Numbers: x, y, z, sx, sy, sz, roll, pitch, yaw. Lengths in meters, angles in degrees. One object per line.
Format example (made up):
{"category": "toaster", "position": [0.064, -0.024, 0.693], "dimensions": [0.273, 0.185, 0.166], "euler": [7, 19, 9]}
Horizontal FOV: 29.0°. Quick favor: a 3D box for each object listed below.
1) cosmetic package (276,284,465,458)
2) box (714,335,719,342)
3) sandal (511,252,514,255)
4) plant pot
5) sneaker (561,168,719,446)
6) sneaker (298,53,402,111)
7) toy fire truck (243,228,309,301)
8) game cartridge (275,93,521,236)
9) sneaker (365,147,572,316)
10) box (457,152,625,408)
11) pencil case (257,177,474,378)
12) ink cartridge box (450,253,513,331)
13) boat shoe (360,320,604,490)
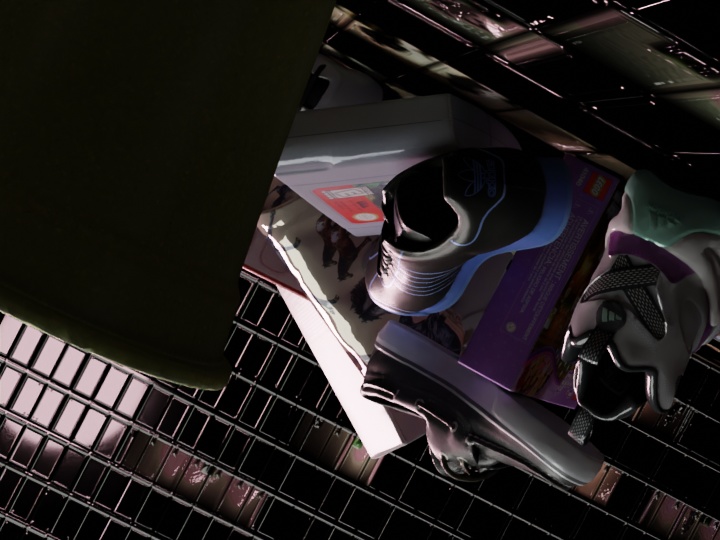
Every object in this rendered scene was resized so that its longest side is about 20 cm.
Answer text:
{"category": "cosmetic package", "position": [0.016, 0.044, 1.169], "dimensions": [0.200, 0.107, 0.090], "euler": [64, 154, 3]}
{"category": "box", "position": [0.330, 0.058, 1.102], "dimensions": [0.200, 0.040, 0.137], "euler": [27, -177, -20]}
{"category": "sandal", "position": [0.168, -0.007, 1.020], "dimensions": [0.201, 0.080, 0.057], "euler": [40, 172, -32]}
{"category": "plant pot", "position": [-0.105, -0.077, 0.604], "dimensions": [0.200, 0.185, 0.200], "euler": [27, -179, 0]}
{"category": "sneaker", "position": [0.156, 0.034, 0.757], "dimensions": [0.078, 0.140, 0.200], "euler": [28, -179, 30]}
{"category": "sneaker", "position": [-0.050, -0.123, 0.959], "dimensions": [0.200, 0.074, 0.080], "euler": [24, 170, 43]}
{"category": "toy fire truck", "position": [-0.001, -0.046, 1.097], "dimensions": [0.200, 0.168, 0.112], "euler": [28, -178, -12]}
{"category": "game cartridge", "position": [0.034, -0.060, 0.867], "dimensions": [0.133, 0.041, 0.200], "euler": [-9, 167, 15]}
{"category": "sneaker", "position": [0.038, -0.024, 0.807], "dimensions": [0.078, 0.070, 0.200], "euler": [7, 158, -25]}
{"category": "box", "position": [0.134, 0.015, 0.884], "dimensions": [0.039, 0.137, 0.200], "euler": [28, -178, 21]}
{"category": "pencil case", "position": [0.000, 0.000, 1.026], "dimensions": [0.200, 0.089, 0.078], "euler": [55, 176, -21]}
{"category": "ink cartridge box", "position": [0.167, 0.024, 1.151], "dimensions": [0.076, 0.137, 0.200], "euler": [31, -177, 34]}
{"category": "boat shoe", "position": [0.064, 0.094, 0.854], "dimensions": [0.070, 0.066, 0.200], "euler": [27, -177, -44]}
